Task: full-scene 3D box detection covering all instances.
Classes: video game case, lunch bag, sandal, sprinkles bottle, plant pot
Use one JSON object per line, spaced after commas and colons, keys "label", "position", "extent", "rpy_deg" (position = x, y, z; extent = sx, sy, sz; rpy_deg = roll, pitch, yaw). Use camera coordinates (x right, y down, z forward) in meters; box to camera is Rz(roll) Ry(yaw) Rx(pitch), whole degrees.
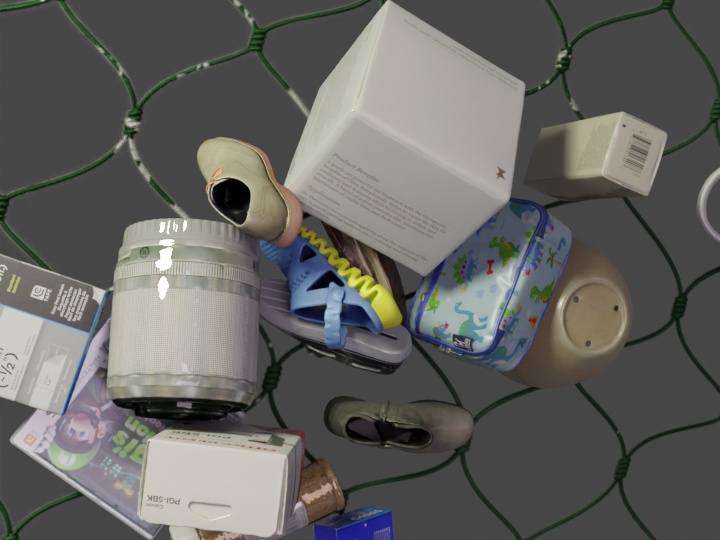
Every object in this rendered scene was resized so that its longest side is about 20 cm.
{"label": "video game case", "position": [-0.263, 0.179, 1.250], "extent": [0.200, 0.023, 0.182], "rpy_deg": [40, 81, -15]}
{"label": "lunch bag", "position": [0.148, 0.012, 1.299], "extent": [0.082, 0.161, 0.200], "rpy_deg": [30, 82, -40]}
{"label": "sandal", "position": [-0.050, 0.019, 1.237], "extent": [0.087, 0.200, 0.080], "rpy_deg": [-43, 148, -17]}
{"label": "sprinkles bottle", "position": [-0.120, 0.289, 1.274], "extent": [0.200, 0.068, 0.068], "rpy_deg": [-22, 98, -16]}
{"label": "plant pot", "position": [0.256, 0.054, 1.347], "extent": [0.200, 0.134, 0.201], "rpy_deg": [-1, 92, -16]}

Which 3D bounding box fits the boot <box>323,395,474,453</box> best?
{"label": "boot", "position": [0.060, 0.193, 1.293], "extent": [0.199, 0.131, 0.068], "rpy_deg": [7, 90, -17]}

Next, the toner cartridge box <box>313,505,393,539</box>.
{"label": "toner cartridge box", "position": [-0.003, 0.393, 1.308], "extent": [0.095, 0.043, 0.201], "rpy_deg": [-6, 94, -45]}

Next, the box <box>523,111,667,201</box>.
{"label": "box", "position": [0.278, -0.133, 1.313], "extent": [0.068, 0.200, 0.082], "rpy_deg": [21, 87, -17]}

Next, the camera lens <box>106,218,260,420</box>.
{"label": "camera lens", "position": [-0.190, 0.058, 1.183], "extent": [0.160, 0.160, 0.201], "rpy_deg": [5, 77, -17]}

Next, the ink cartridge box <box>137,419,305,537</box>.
{"label": "ink cartridge box", "position": [-0.140, 0.213, 1.155], "extent": [0.146, 0.200, 0.083], "rpy_deg": [7, 89, 1]}

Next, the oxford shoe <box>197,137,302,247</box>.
{"label": "oxford shoe", "position": [-0.137, -0.098, 1.191], "extent": [0.074, 0.200, 0.071], "rpy_deg": [13, 109, -42]}

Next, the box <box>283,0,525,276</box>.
{"label": "box", "position": [0.052, -0.146, 1.221], "extent": [0.199, 0.171, 0.200], "rpy_deg": [28, 49, -16]}

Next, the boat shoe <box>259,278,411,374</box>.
{"label": "boat shoe", "position": [-0.040, 0.076, 1.287], "extent": [0.200, 0.071, 0.072], "rpy_deg": [23, 44, 3]}

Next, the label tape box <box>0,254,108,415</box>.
{"label": "label tape box", "position": [-0.391, 0.058, 1.175], "extent": [0.200, 0.066, 0.144], "rpy_deg": [20, 84, -12]}

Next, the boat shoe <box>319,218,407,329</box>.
{"label": "boat shoe", "position": [0.000, 0.000, 1.310], "extent": [0.072, 0.072, 0.200], "rpy_deg": [-18, 107, 15]}

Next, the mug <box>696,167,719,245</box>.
{"label": "mug", "position": [0.546, -0.070, 1.440], "extent": [0.200, 0.148, 0.176], "rpy_deg": [22, 93, 14]}
